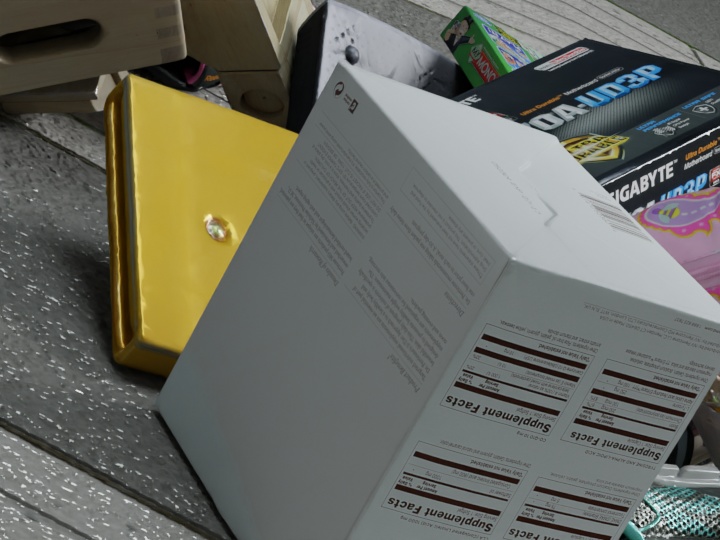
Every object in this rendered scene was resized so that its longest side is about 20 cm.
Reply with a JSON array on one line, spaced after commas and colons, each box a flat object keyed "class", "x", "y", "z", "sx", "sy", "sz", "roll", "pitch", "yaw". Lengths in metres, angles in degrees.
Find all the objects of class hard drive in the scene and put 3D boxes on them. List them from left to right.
[{"class": "hard drive", "x": 0.028, "y": -0.077, "z": 1.702, "sx": 0.042, "sy": 0.136, "sz": 0.200, "roll": -12, "pitch": -27, "yaw": 41}]

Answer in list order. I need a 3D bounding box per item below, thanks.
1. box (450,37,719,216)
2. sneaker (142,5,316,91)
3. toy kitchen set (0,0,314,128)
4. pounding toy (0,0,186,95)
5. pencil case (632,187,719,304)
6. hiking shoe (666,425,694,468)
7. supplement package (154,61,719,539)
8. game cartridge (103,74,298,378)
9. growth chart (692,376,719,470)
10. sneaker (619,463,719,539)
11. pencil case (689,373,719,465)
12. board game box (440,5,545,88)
[{"class": "box", "x": 0.132, "y": -0.073, "z": 1.552, "sx": 0.158, "sy": 0.046, "sz": 0.200, "roll": 18, "pitch": 32, "yaw": 39}, {"class": "sneaker", "x": -0.105, "y": -0.151, "z": 1.820, "sx": 0.199, "sy": 0.081, "sz": 0.087, "roll": 8, "pitch": 38, "yaw": -30}, {"class": "toy kitchen set", "x": -0.142, "y": -0.116, "z": 1.677, "sx": 0.199, "sy": 0.181, "sz": 0.164, "roll": 0, "pitch": 53, "yaw": 18}, {"class": "pounding toy", "x": -0.217, "y": -0.188, "z": 1.571, "sx": 0.199, "sy": 0.143, "sz": 0.185, "roll": -12, "pitch": 50, "yaw": -6}, {"class": "pencil case", "x": 0.133, "y": 0.018, "z": 1.411, "sx": 0.087, "sy": 0.199, "sz": 0.088, "roll": -19, "pitch": 90, "yaw": -84}, {"class": "hiking shoe", "x": 0.110, "y": 0.054, "z": 1.551, "sx": 0.086, "sy": 0.075, "sz": 0.200, "roll": 11, "pitch": 25, "yaw": -45}, {"class": "supplement package", "x": 0.036, "y": 0.047, "z": 1.254, "sx": 0.147, "sy": 0.201, "sz": 0.191, "roll": 17, "pitch": 22, "yaw": -34}, {"class": "game cartridge", "x": -0.044, "y": -0.001, "z": 1.428, "sx": 0.199, "sy": 0.032, "sz": 0.177, "roll": 20, "pitch": 47, "yaw": -31}, {"class": "growth chart", "x": 0.228, "y": 0.118, "z": 1.477, "sx": 0.145, "sy": 0.018, "sz": 0.200, "roll": 66, "pitch": -10, "yaw": -19}, {"class": "sneaker", "x": 0.148, "y": 0.144, "z": 1.400, "sx": 0.199, "sy": 0.078, "sz": 0.091, "roll": 20, "pitch": 36, "yaw": -16}, {"class": "pencil case", "x": 0.200, "y": 0.024, "z": 1.622, "sx": 0.077, "sy": 0.089, "sz": 0.201, "roll": -11, "pitch": 73, "yaw": -26}, {"class": "board game box", "x": 0.152, "y": -0.088, "z": 1.751, "sx": 0.200, "sy": 0.029, "sz": 0.135, "roll": 29, "pitch": 19, "yaw": -32}]
